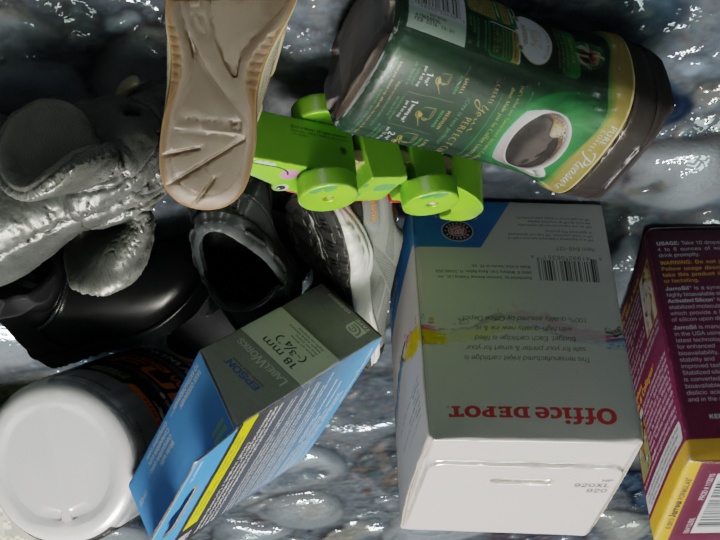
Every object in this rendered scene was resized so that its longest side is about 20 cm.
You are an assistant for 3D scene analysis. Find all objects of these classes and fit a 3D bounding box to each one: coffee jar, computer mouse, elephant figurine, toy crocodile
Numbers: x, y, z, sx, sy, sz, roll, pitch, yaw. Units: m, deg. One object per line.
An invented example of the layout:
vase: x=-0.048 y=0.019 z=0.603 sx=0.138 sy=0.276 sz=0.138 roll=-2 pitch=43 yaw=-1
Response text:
coffee jar: x=0.086 y=-0.112 z=0.881 sx=0.200 sy=0.085 sz=0.104 roll=15 pitch=138 yaw=-21
computer mouse: x=-0.253 y=0.034 z=0.900 sx=0.058 sy=0.200 sz=0.034 roll=19 pitch=118 yaw=15
elephant figurine: x=-0.175 y=-0.058 z=0.881 sx=0.199 sy=0.156 sz=0.141 roll=-3 pitch=-179 yaw=22
toy crocodile: x=0.001 y=-0.068 z=0.934 sx=0.200 sy=0.068 sz=0.062 roll=3 pitch=155 yaw=-34

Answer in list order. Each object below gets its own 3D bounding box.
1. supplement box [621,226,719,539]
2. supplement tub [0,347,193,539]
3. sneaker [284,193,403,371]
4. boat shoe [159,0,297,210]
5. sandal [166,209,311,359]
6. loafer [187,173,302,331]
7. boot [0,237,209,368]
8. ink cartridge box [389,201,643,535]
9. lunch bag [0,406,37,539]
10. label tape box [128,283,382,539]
supplement box: x=0.262 y=0.084 z=1.071 sx=0.103 sy=0.200 sz=0.131 roll=-1 pitch=145 yaw=-2
supplement tub: x=-0.184 y=0.126 z=1.096 sx=0.122 sy=0.123 sz=0.200 roll=-14 pitch=-178 yaw=16
sneaker: x=0.000 y=0.000 z=1.041 sx=0.074 sy=0.079 sz=0.200 roll=34 pitch=150 yaw=25
boat shoe: x=-0.076 y=-0.137 z=0.820 sx=0.072 sy=0.065 sz=0.201 roll=9 pitch=110 yaw=-7
sandal: x=-0.089 y=0.022 z=1.099 sx=0.076 sy=0.043 sz=0.200 roll=12 pitch=143 yaw=-20
loafer: x=-0.081 y=0.001 z=0.972 sx=0.068 sy=0.071 sz=0.201 roll=4 pitch=148 yaw=8
boot: x=-0.224 y=-0.004 z=1.035 sx=0.198 sy=0.074 sz=0.162 roll=-21 pitch=139 yaw=28
ink cartridge box: x=0.102 y=0.071 z=1.044 sx=0.147 sy=0.200 sz=0.145 roll=2 pitch=145 yaw=-6
lunch bag: x=-0.336 y=0.189 z=1.254 sx=0.199 sy=0.140 sz=0.168 roll=-4 pitch=129 yaw=1
label tape box: x=-0.090 y=0.106 z=0.959 sx=0.200 sy=0.063 sz=0.144 roll=-30 pitch=157 yaw=-50
